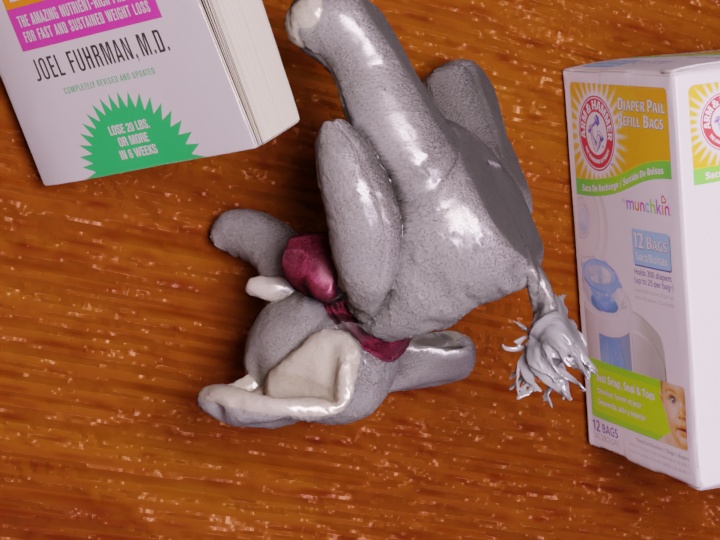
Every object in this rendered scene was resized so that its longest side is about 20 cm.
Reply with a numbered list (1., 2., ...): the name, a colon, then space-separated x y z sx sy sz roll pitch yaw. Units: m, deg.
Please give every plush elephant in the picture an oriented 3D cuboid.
1. plush elephant: 0.000 0.000 0.891 0.155 0.165 0.200 -31 74 19

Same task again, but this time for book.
1. book: -0.116 -0.140 0.821 0.048 0.133 0.200 -38 113 -47

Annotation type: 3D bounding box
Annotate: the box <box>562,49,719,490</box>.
1. box: 0.175 -0.008 0.974 0.101 0.112 0.200 -9 100 -21
